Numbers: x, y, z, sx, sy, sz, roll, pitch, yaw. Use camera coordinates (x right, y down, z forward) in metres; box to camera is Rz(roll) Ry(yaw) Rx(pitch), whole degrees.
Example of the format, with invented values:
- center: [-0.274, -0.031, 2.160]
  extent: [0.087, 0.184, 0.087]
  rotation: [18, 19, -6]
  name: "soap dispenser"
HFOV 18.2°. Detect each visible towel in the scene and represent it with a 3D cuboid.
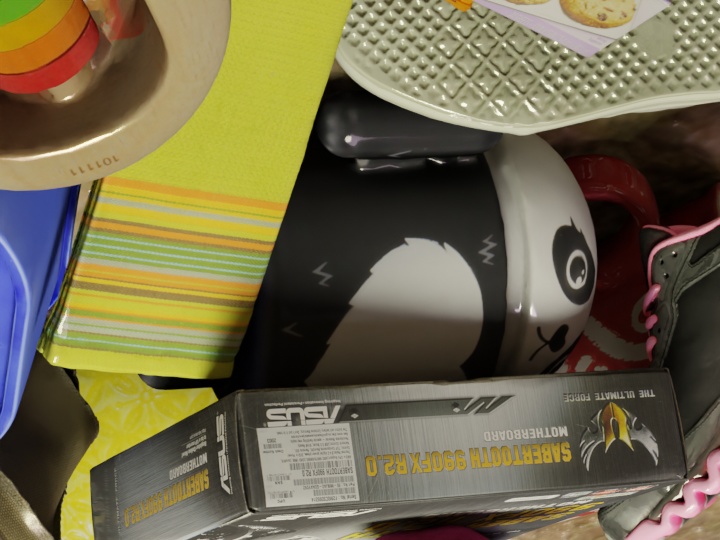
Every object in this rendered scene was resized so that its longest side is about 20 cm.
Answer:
- center: [-0.053, -0.056, 0.819]
  extent: [0.086, 0.018, 0.201]
  rotation: [8, 107, -40]
  name: "towel"

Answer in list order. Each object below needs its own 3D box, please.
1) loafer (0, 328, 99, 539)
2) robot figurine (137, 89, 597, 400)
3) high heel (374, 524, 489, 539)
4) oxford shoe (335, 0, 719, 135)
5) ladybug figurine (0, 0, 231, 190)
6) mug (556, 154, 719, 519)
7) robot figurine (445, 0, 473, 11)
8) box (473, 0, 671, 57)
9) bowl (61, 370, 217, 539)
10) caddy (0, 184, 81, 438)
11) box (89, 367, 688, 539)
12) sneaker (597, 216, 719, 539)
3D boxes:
- center: [-0.150, 0.067, 0.953]
  extent: [0.067, 0.200, 0.076]
  rotation: [-34, 113, 0]
  name: "loafer"
- center: [0.001, 0.000, 0.933]
  extent: [0.198, 0.126, 0.150]
  rotation: [-4, 172, -19]
  name: "robot figurine"
- center: [0.019, 0.137, 0.956]
  extent: [0.095, 0.068, 0.200]
  rotation: [26, 172, -12]
  name: "high heel"
- center: [0.080, -0.092, 0.886]
  extent: [0.198, 0.076, 0.058]
  rotation: [-3, -176, -18]
  name: "oxford shoe"
- center: [-0.112, -0.099, 0.692]
  extent: [0.135, 0.072, 0.200]
  rotation: [-17, 150, 0]
  name: "ladybug figurine"
- center: [0.098, 0.036, 1.079]
  extent: [0.199, 0.179, 0.133]
  rotation: [-22, -173, 19]
  name: "mug"
- center: [0.074, -0.172, 0.749]
  extent: [0.200, 0.059, 0.144]
  rotation: [-35, 146, 31]
  name: "robot figurine"
- center: [0.024, -0.120, 0.715]
  extent: [0.041, 0.039, 0.199]
  rotation: [-33, 147, 30]
  name: "box"
- center: [-0.086, 0.121, 1.113]
  extent: [0.198, 0.108, 0.201]
  rotation: [-11, 149, -7]
  name: "bowl"
- center: [-0.179, -0.020, 0.843]
  extent: [0.140, 0.106, 0.201]
  rotation: [13, 140, -5]
  name: "caddy"
- center: [0.008, 0.084, 0.921]
  extent: [0.198, 0.049, 0.158]
  rotation: [-1, 164, -29]
  name: "box"
- center: [0.149, 0.025, 0.959]
  extent: [0.201, 0.095, 0.079]
  rotation: [-58, 168, 10]
  name: "sneaker"
